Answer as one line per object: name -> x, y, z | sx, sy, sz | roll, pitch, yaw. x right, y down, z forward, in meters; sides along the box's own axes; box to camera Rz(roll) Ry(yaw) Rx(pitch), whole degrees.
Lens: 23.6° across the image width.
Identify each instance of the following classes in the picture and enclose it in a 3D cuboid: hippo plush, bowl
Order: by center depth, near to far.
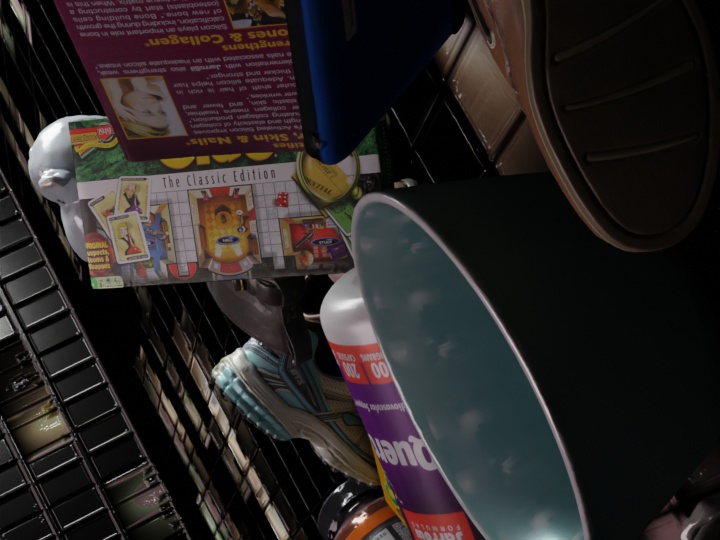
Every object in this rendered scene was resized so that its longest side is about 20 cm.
bowl -> 0.088, 0.035, 0.772 | 0.201, 0.105, 0.201 | 55, 163, 26
hippo plush -> -0.171, -0.086, 1.341 | 0.159, 0.161, 0.200 | 32, 146, 64

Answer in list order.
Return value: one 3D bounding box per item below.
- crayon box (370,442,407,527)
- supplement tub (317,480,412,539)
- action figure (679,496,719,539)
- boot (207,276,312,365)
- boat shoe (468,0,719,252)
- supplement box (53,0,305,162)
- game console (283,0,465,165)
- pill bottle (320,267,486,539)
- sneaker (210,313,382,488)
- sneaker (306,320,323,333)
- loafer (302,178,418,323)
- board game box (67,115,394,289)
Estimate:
crayon box -> 0.060, 0.145, 1.160 | 0.200, 0.052, 0.126 | 48, 159, 46
supplement tub -> 0.044, 0.235, 1.257 | 0.200, 0.107, 0.107 | 49, 159, 46
action figure -> 0.175, 0.109, 0.615 | 0.119, 0.102, 0.200 | 39, 153, 32
boot -> -0.092, -0.050, 1.114 | 0.200, 0.069, 0.174 | 51, 152, 34
boat shoe -> 0.080, -0.102, 0.658 | 0.068, 0.072, 0.200 | 153, 100, -79
supplement box -> -0.080, -0.156, 0.884 | 0.200, 0.131, 0.103 | 74, -163, -53
game console -> -0.019, -0.180, 0.769 | 0.118, 0.171, 0.200 | 26, 149, 23
pill bottle -> 0.062, 0.084, 0.927 | 0.200, 0.112, 0.112 | 67, 165, -14
sneaker -> -0.010, 0.089, 1.213 | 0.200, 0.086, 0.078 | 31, -163, -49
sneaker -> -0.042, -0.003, 1.239 | 0.106, 0.075, 0.200 | 60, 156, 31
loafer -> 0.000, 0.000, 1.071 | 0.200, 0.063, 0.072 | 113, 148, -72
board game box -> -0.075, -0.046, 1.003 | 0.023, 0.200, 0.105 | -19, -77, -65
